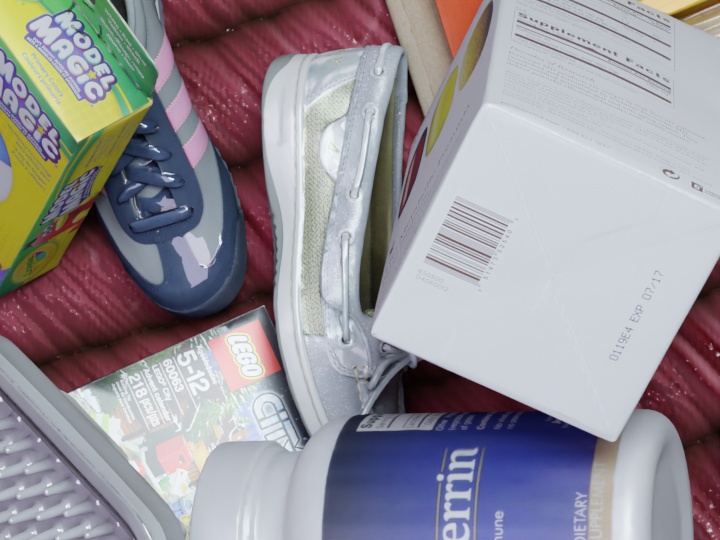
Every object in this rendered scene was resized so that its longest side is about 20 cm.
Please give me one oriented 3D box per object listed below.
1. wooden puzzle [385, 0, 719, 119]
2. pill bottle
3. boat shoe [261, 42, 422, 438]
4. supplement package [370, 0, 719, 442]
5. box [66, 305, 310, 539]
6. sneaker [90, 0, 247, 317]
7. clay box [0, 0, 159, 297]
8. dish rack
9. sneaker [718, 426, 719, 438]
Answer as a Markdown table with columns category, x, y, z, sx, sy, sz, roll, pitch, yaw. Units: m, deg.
| category | x | y | z | sx | sy | sz | roll | pitch | yaw |
| --- | --- | --- | --- | --- | --- | --- | --- | --- | --- |
| wooden puzzle | 0.091 | -0.159 | 1.317 | 0.185 | 0.037 | 0.200 | -21 | 85 | 16 |
| pill bottle | 0.035 | 0.118 | 1.251 | 0.200 | 0.116 | 0.116 | -3 | 90 | 17 |
| boat shoe | 0.000 | -0.001 | 1.329 | 0.065 | 0.074 | 0.202 | -7 | 86 | 19 |
| supplement package | 0.082 | -0.038 | 1.217 | 0.109 | 0.200 | 0.114 | 24 | 114 | -5 |
| box | -0.065 | 0.135 | 1.341 | 0.136 | 0.038 | 0.200 | -24 | 83 | -9 |
| sneaker | -0.113 | -0.072 | 1.356 | 0.070 | 0.082 | 0.200 | -22 | 85 | 13 |
| clay box | -0.161 | -0.079 | 1.325 | 0.048 | 0.200 | 0.115 | -32 | 79 | -29 |
| dish rack | -0.143 | 0.135 | 1.293 | 0.172 | 0.044 | 0.200 | 43 | 132 | 29 |
| sneaker | 0.244 | 0.117 | 1.271 | 0.093 | 0.070 | 0.200 | -41 | 77 | -5 |
